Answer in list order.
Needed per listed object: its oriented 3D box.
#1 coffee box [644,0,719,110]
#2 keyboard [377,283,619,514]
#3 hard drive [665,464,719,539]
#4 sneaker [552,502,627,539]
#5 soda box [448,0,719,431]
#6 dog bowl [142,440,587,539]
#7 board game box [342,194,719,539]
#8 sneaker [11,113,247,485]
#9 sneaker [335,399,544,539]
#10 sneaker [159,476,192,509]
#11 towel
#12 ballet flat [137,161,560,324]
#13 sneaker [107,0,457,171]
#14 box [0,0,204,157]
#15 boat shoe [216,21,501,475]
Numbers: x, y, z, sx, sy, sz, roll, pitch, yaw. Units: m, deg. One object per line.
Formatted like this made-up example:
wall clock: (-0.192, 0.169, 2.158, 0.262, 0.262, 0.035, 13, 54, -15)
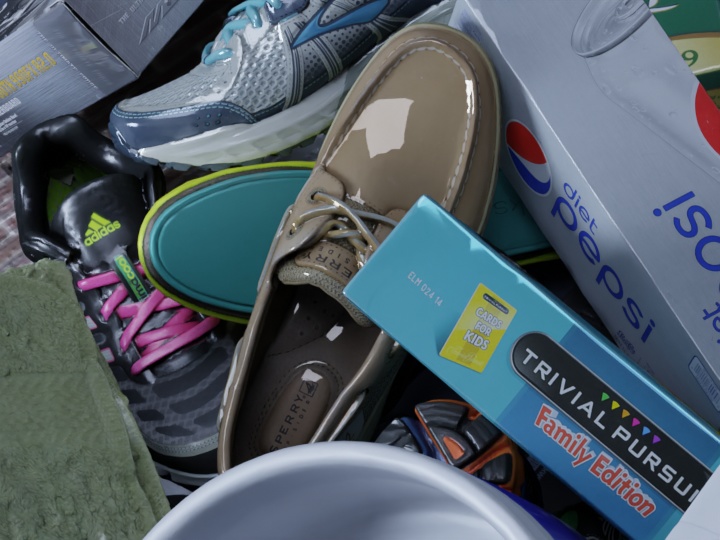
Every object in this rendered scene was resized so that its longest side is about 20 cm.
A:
coffee box: (0.097, -0.135, 1.257, 0.122, 0.044, 0.201, -12, 50, 9)
keyboard: (0.044, 0.076, 1.124, 0.127, 0.021, 0.200, 32, 66, 28)
hard drive: (0.193, 0.044, 0.835, 0.132, 0.027, 0.200, 24, 63, 34)
sneaker: (0.100, 0.174, 1.001, 0.085, 0.078, 0.201, -9, 59, 1)
soda box: (0.111, -0.030, 1.106, 0.068, 0.063, 0.200, -26, 71, -19)
dog bowl: (0.003, 0.162, 0.936, 0.199, 0.079, 0.201, -8, 73, 27)
board game box: (0.097, 0.062, 0.986, 0.200, 0.151, 0.047, 40, 92, 14)
sneaker: (-0.096, 0.006, 1.176, 0.074, 0.088, 0.200, -29, 49, -7)
sneaker: (0.011, 0.146, 1.029, 0.075, 0.078, 0.200, 36, 95, 32)
sneaker: (-0.109, 0.154, 1.073, 0.083, 0.072, 0.200, 16, 59, 26)
towel: (-0.164, 0.067, 1.031, 0.199, 0.036, 0.149, -6, 62, -40)
ballet flat: (0.004, -0.017, 1.162, 0.199, 0.067, 0.067, -9, 5, -12)
sneaker: (-0.021, -0.110, 1.177, 0.199, 0.087, 0.078, -27, 23, -14)
box: (-0.091, -0.148, 1.259, 0.200, 0.048, 0.158, -52, 15, -27)
boat shoe: (0.000, 0.000, 1.081, 0.071, 0.065, 0.201, 20, 92, 11)
